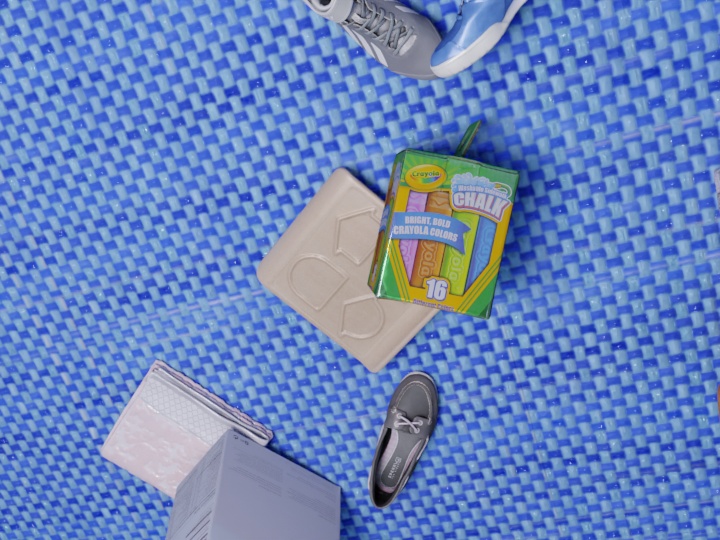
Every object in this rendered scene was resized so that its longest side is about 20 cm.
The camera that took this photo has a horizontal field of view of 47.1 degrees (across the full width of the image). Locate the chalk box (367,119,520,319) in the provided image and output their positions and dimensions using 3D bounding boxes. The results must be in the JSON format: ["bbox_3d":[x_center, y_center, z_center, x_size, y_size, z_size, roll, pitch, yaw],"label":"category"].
[{"bbox_3d":[0.089,-0.062,0.884,0.124,0.125,0.201,11,93,-3],"label":"chalk box"}]

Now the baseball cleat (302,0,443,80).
[{"bbox_3d":[0.004,-0.255,0.846,0.200,0.107,0.070,34,117,-5],"label":"baseball cleat"}]

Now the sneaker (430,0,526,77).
[{"bbox_3d":[0.116,-0.294,0.807,0.111,0.077,0.200,39,105,-21],"label":"sneaker"}]

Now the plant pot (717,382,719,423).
[{"bbox_3d":[0.473,0.093,0.865,0.199,0.200,0.140,-12,105,16],"label":"plant pot"}]

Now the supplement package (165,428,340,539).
[{"bbox_3d":[-0.142,0.357,1.079,0.191,0.200,0.147,32,116,-18],"label":"supplement package"}]

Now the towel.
[{"bbox_3d":[-0.247,0.247,1.166,0.200,0.032,0.191,33,116,-3],"label":"towel"}]

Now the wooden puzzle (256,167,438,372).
[{"bbox_3d":[0.000,0.000,1.000,0.200,0.046,0.185,41,115,-3],"label":"wooden puzzle"}]

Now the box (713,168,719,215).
[{"bbox_3d":[0.481,-0.053,0.838,0.199,0.115,0.133,-12,111,16],"label":"box"}]

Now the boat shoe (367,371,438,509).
[{"bbox_3d":[0.055,0.228,1.081,0.067,0.057,0.201,18,116,3],"label":"boat shoe"}]
